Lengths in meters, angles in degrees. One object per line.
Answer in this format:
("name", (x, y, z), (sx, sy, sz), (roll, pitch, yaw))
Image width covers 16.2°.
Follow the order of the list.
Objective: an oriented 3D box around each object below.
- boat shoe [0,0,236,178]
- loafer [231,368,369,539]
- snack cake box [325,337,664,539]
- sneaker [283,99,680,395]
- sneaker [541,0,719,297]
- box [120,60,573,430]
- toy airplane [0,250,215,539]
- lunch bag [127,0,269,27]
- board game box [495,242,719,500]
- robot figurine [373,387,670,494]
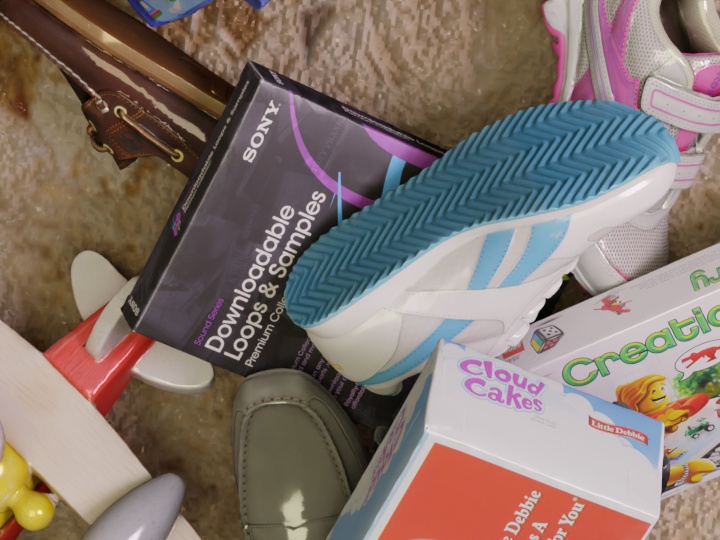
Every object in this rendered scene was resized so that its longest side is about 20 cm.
("boat shoe", (-0.103, -0.079, 1.278), (0.200, 0.070, 0.070), (33, 105, 0))
("loafer", (-0.023, 0.140, 1.271), (0.070, 0.070, 0.201), (-10, 122, 10))
("snack cake box", (0.046, 0.137, 1.171), (0.115, 0.067, 0.200), (22, 128, -8))
("sneaker", (0.065, -0.012, 1.207), (0.200, 0.077, 0.081), (-28, 130, 16))
("sneaker", (0.139, -0.079, 1.230), (0.088, 0.081, 0.201), (6, 102, 40))
("box", (0.000, 0.000, 1.260), (0.199, 0.036, 0.143), (23, 102, -21))
("toy airplane", (-0.171, 0.079, 1.274), (0.199, 0.141, 0.200), (-3, 85, 16))
("lunch bag", (-0.105, -0.211, 1.223), (0.200, 0.094, 0.150), (51, 145, -10))
("board game box", (0.179, 0.045, 1.252), (0.199, 0.035, 0.126), (-24, 132, 10))
("robot figurine", (0.076, 0.129, 1.251), (0.144, 0.058, 0.200), (6, 137, 6))
